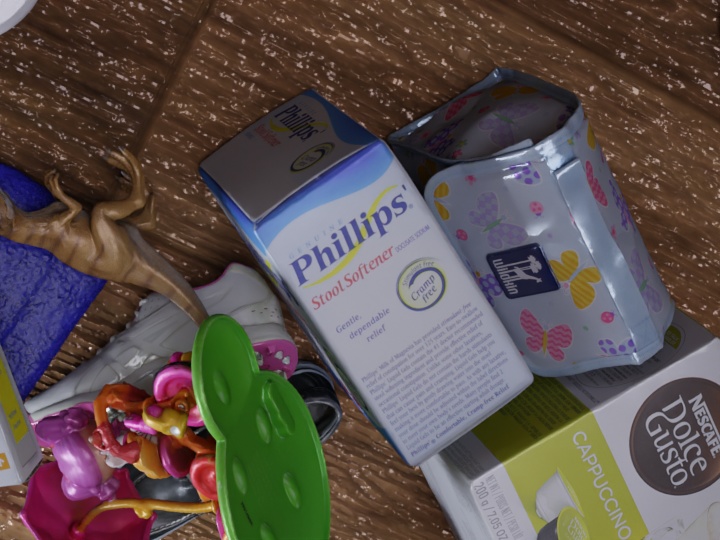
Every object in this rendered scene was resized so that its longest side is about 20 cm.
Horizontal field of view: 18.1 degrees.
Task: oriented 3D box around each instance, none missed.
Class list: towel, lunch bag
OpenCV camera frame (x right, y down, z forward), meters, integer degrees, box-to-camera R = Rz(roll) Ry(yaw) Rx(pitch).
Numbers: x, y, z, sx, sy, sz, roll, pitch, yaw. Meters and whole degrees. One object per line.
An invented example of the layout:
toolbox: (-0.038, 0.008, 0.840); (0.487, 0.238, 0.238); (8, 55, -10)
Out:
towel: (-0.269, -0.008, 1.476); (0.200, 0.050, 0.148); (35, 89, -21)
lunch bag: (0.117, -0.030, 1.502); (0.127, 0.200, 0.170); (-32, 111, -10)

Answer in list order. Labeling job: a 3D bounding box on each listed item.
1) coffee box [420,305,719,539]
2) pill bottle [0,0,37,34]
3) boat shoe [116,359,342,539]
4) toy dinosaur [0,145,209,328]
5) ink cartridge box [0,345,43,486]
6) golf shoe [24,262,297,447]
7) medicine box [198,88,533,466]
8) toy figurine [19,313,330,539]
coffee box: (0.165, 0.144, 1.563); (0.197, 0.200, 0.201); (-29, 111, -7)
pill bottle: (-0.251, -0.203, 1.354); (0.111, 0.200, 0.112); (-4, 105, -15)
boat shoe: (-0.102, 0.129, 1.552); (0.199, 0.071, 0.072); (-35, 111, -4)
toy dinosaur: (-0.159, -0.015, 1.480); (0.199, 0.060, 0.107); (26, 68, -14)
ink cartridge box: (-0.324, 0.055, 1.433); (0.196, 0.047, 0.201); (-10, 108, 20)
golf shoe: (-0.141, 0.061, 1.532); (0.199, 0.092, 0.075); (-19, 150, 8)
medicine box: (0.000, 0.000, 1.488); (0.103, 0.182, 0.201); (-35, 110, -4)
toy figurine: (-0.141, 0.130, 1.454); (0.183, 0.150, 0.201); (-10, 121, 23)
